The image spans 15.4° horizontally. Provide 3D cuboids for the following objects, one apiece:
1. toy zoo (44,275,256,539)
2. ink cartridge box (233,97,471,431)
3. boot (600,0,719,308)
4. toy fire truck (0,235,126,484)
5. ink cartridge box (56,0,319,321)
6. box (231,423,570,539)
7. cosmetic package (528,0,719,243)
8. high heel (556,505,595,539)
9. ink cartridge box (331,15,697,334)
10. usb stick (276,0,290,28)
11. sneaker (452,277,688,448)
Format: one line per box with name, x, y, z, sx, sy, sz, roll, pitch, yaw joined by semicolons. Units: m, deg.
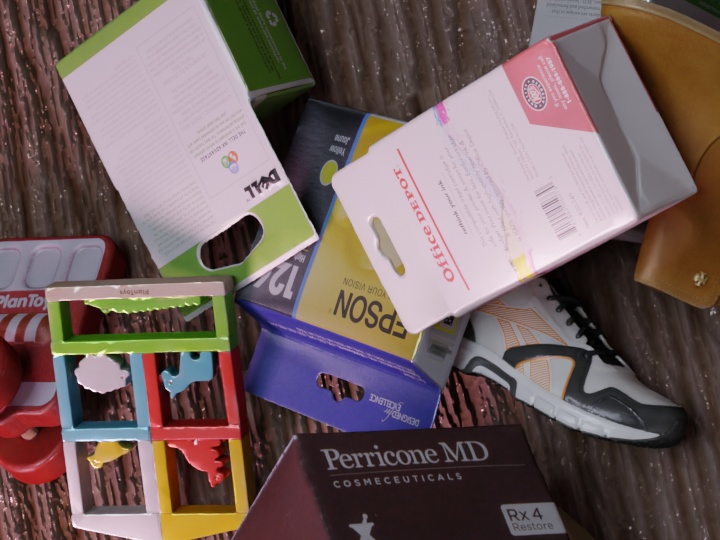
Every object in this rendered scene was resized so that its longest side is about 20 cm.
toy zoo;-0.139;0.105;1.795;0.130;0.020;0.201;-3;102;17
ink cartridge box;0.000;0.000;1.716;0.197;0.047;0.201;17;84;50
boot;0.192;-0.060;1.566;0.145;0.201;0.071;-62;30;-3
toy fire truck;-0.269;0.052;1.889;0.199;0.112;0.169;-1;58;30
ink cartridge box;-0.098;-0.089;1.797;0.148;0.076;0.201;-31;83;39
box;0.031;0.220;1.583;0.165;0.165;0.201;-60;42;44
cosmetic package;0.160;-0.122;1.642;0.084;0.107;0.201;8;88;33
high heel;0.112;0.245;1.637;0.142;0.071;0.201;-40;70;18
ink cartridge box;0.085;-0.052;1.563;0.200;0.067;0.117;-29;87;43
usb stick;-0.083;-0.237;1.850;0.055;0.033;0.201;-13;76;22
sneaker;0.122;0.049;1.660;0.199;0.074;0.080;27;95;31
